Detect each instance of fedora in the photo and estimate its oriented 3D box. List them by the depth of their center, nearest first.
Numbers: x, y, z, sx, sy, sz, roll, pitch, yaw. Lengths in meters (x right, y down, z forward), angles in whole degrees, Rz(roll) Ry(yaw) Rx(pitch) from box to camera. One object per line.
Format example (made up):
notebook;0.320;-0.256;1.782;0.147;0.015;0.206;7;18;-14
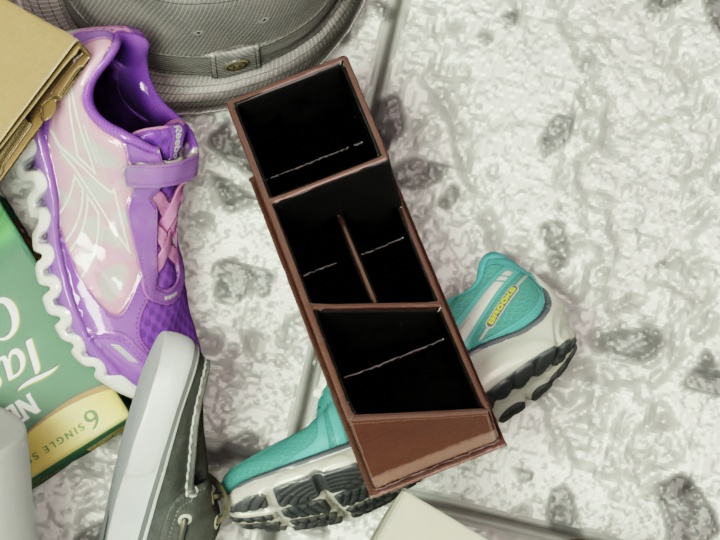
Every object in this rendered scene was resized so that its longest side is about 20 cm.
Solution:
fedora;-0.088;-0.172;1.354;0.199;0.090;0.178;-2;84;0

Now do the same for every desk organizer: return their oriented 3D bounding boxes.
desk organizer;0.000;0.000;1.303;0.071;0.077;0.201;-21;58;-2

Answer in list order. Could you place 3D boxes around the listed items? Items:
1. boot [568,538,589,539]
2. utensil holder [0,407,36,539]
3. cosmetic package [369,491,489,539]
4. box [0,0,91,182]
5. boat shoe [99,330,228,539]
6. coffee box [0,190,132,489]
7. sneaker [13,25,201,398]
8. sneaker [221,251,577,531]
boot;0.164;0.225;1.321;0.199;0.077;0.156;11;100;-25
utensil holder;-0.230;0.173;1.255;0.169;0.170;0.201;0;102;1
cosmetic package;0.003;0.219;1.290;0.087;0.103;0.200;31;75;1
box;-0.249;-0.083;1.328;0.200;0.021;0.164;30;80;34
boat shoe;-0.097;0.123;1.315;0.056;0.069;0.201;11;113;-8
coffee box;-0.214;0.024;1.358;0.123;0.044;0.200;-31;85;-2
sneaker;-0.117;-0.035;1.327;0.088;0.080;0.201;-18;92;30
sneaker;0.013;0.065;1.349;0.200;0.078;0.080;-32;67;-8
